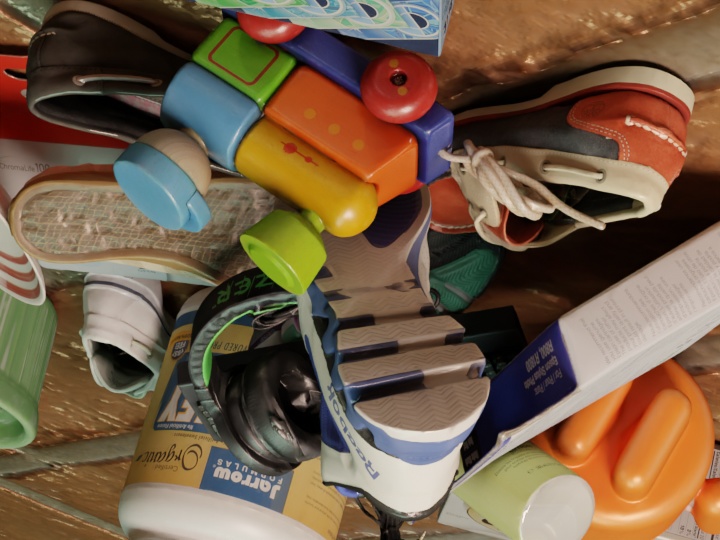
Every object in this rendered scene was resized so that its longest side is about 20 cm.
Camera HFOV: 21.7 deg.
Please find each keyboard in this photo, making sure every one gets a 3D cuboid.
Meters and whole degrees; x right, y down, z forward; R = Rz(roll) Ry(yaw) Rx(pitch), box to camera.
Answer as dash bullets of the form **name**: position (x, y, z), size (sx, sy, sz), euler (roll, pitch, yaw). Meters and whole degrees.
- **keyboard**: position (-0.006, 0.050, 1.055), size (0.200, 0.021, 0.127), euler (-11, 136, 12)

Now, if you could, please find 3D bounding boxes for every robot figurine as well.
- **robot figurine**: position (0.153, 0.110, 1.154), size (0.144, 0.117, 0.200), euler (-8, 164, 1)

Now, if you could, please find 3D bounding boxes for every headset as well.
- **headset**: position (-0.016, 0.081, 1.004), size (0.123, 0.094, 0.200), euler (-13, 135, 16)

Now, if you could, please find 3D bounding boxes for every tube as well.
- **tube**: position (0.059, 0.102, 1.097), size (0.058, 0.052, 0.200), euler (40, 176, -34)

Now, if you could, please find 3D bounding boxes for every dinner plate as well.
- **dinner plate**: position (-0.244, -0.060, 1.062), size (0.200, 0.024, 0.200), euler (40, 163, 15)

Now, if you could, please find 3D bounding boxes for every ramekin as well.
- **ramekin**: position (-0.317, 0.047, 1.356), size (0.200, 0.098, 0.200), euler (14, 159, 5)

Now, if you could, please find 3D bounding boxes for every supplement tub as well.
- **supplement tub**: position (-0.076, 0.125, 1.241), size (0.144, 0.200, 0.145), euler (13, 159, 5)

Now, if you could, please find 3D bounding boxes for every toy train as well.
- **toy train**: position (-0.005, -0.035, 0.839), size (0.200, 0.116, 0.085), euler (34, 160, 15)

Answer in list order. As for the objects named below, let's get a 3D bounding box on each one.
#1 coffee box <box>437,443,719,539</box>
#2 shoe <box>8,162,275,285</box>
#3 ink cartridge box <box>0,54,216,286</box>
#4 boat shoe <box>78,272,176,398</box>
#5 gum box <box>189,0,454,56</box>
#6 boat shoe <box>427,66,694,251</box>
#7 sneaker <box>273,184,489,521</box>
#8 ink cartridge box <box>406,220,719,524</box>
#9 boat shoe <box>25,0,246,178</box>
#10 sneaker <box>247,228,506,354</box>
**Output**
- **coffee box**: position (0.163, 0.153, 1.307), size (0.200, 0.080, 0.113), euler (16, 158, 1)
- **shoe**: position (-0.085, -0.028, 1.002), size (0.200, 0.070, 0.053), euler (8, -161, -2)
- **ink cartridge box**: position (-0.146, -0.053, 1.058), size (0.160, 0.047, 0.200), euler (7, 159, 21)
- **boat shoe**: position (-0.165, 0.055, 1.312), size (0.073, 0.067, 0.200), euler (11, 158, 13)
- **gum box**: position (-0.045, -0.164, 0.716), size (0.170, 0.045, 0.200), euler (13, 158, 7)
- **boat shoe**: position (0.083, -0.042, 0.906), size (0.071, 0.063, 0.200), euler (24, 158, -26)
- **sneaker**: position (0.003, 0.043, 0.889), size (0.080, 0.200, 0.115), euler (-4, 132, -11)
- **ink cartridge box**: position (0.115, 0.045, 0.954), size (0.041, 0.200, 0.200), euler (57, 159, 9)
- **boat shoe**: position (-0.072, -0.071, 0.935), size (0.200, 0.057, 0.067), euler (19, 145, -13)
- **sneaker**: position (0.000, 0.000, 1.079), size (0.074, 0.088, 0.200), euler (34, 128, -31)
